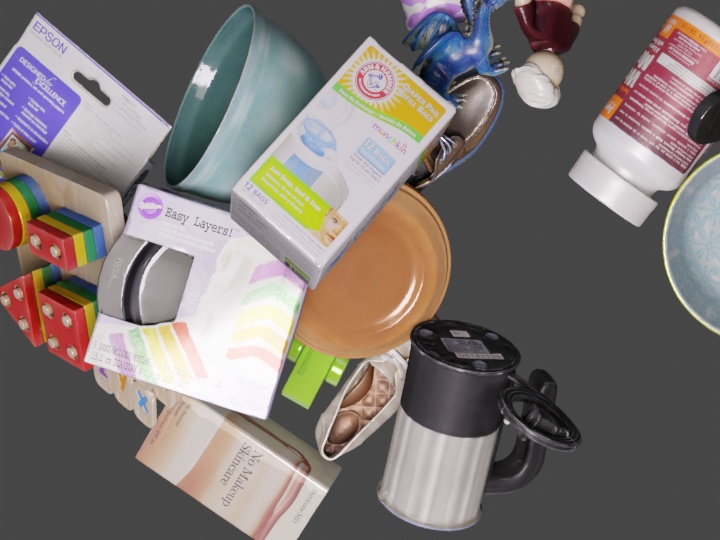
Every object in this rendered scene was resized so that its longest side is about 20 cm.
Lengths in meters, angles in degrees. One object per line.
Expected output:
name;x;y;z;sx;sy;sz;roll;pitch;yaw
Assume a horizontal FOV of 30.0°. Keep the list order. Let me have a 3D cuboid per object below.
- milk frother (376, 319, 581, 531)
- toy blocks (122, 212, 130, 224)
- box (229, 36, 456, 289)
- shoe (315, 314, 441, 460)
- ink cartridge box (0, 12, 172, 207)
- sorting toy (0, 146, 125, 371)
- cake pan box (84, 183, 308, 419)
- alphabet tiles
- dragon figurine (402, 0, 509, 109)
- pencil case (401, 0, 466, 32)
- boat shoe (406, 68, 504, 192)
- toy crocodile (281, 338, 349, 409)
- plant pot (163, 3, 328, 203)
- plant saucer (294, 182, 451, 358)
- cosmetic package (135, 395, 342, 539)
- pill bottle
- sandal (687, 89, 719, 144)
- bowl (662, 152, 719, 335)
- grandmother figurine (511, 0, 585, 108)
milk frother;0.119;0.181;1.364;0.178;0.200;0.190;10;112;-2
toy blocks;-0.185;-0.001;1.440;0.136;0.100;0.201;-29;91;-30
box;-0.018;-0.100;1.257;0.112;0.101;0.200;41;76;3
shoe;0.021;0.128;1.457;0.070;0.053;0.201;39;103;2
ink cartridge box;-0.330;-0.144;1.479;0.198;0.043;0.200;40;105;2
sorting toy;-0.321;-0.004;1.399;0.198;0.069;0.202;22;126;41
cake pan box;-0.156;0.028;1.315;0.198;0.052;0.186;19;89;-1
alphabet tiles;-0.251;0.062;1.427;0.199;0.015;0.197;31;131;40
dragon figurine;0.080;-0.215;1.327;0.199;0.059;0.099;-35;128;17
pencil case;0.065;-0.342;1.368;0.085;0.084;0.202;-16;98;-10
boat shoe;0.074;-0.127;1.400;0.072;0.072;0.200;43;103;1
toy crocodile;-0.031;0.058;1.457;0.067;0.062;0.202;24;106;5
plant pot;-0.099;-0.151;1.379;0.133;0.200;0.202;23;103;-21
plant saucer;0.000;0.000;1.379;0.198;0.037;0.202;-4;110;-10
cosmetic package;-0.132;0.212;1.478;0.199;0.087;0.104;32;102;3
pill bottle;0.301;-0.151;1.339;0.109;0.110;0.201;36;102;2
sandal;0.392;-0.152;1.297;0.045;0.199;0.076;42;135;32
bowl;0.399;-0.034;1.341;0.198;0.108;0.203;2;99;9
grandmother figurine;0.191;-0.261;1.336;0.060;0.120;0.202;7;87;51
